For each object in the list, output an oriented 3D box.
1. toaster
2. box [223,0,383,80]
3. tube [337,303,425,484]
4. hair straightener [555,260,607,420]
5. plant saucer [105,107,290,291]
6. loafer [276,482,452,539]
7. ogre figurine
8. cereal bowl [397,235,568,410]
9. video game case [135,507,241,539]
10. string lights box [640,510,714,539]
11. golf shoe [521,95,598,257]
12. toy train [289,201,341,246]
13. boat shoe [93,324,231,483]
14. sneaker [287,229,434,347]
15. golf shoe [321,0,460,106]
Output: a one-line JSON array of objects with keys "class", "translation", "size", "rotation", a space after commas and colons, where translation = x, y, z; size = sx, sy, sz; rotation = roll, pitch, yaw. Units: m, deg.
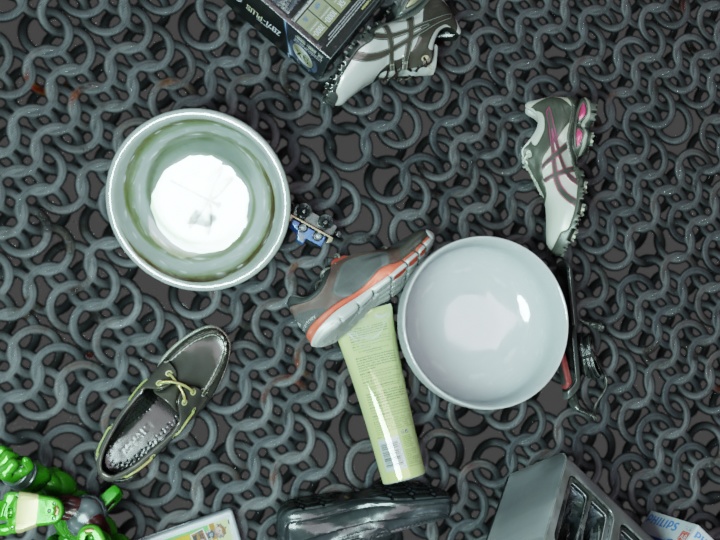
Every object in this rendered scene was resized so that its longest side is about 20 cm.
[{"class": "toaster", "translation": [0.228, 0.327, 0.957], "size": [0.181, 0.119, 0.200], "rotation": [43, 38, -5]}, {"class": "box", "translation": [-0.044, -0.355, 1.014], "size": [0.164, 0.086, 0.200], "rotation": [38, 78, -7]}, {"class": "tube", "translation": [0.026, 0.142, 1.009], "size": [0.058, 0.052, 0.201], "rotation": [-4, 77, -56]}, {"class": "hair straightener", "translation": [0.270, 0.084, 1.070], "size": [0.077, 0.041, 0.201], "rotation": [-15, 88, -14]}, {"class": "plant saucer", "translation": [-0.174, -0.079, 0.958], "size": [0.199, 0.050, 0.201], "rotation": [0, 106, 0]}, {"class": "loafer", "translation": [0.006, 0.283, 0.980], "size": [0.200, 0.068, 0.071], "rotation": [-7, 94, -8]}, {"class": "ogre figurine", "translation": [-0.281, 0.257, 0.873], "size": [0.200, 0.120, 0.098], "rotation": [26, 80, 3]}, {"class": "cereal bowl", "translation": [0.134, 0.061, 1.019], "size": [0.199, 0.083, 0.201], "rotation": [1, 85, -13]}, {"class": "video game case", "translation": [-0.199, 0.383, 0.944], "size": [0.182, 0.022, 0.201], "rotation": [-16, 88, -14]}, {"class": "string lights box", "translation": [0.331, 0.386, 1.024], "size": [0.059, 0.103, 0.200], "rotation": [42, 77, -6]}, {"class": "golf shoe", "translation": [0.237, -0.116, 1.076], "size": [0.088, 0.077, 0.201], "rotation": [7, 81, 8]}, {"class": "toy train", "translation": [-0.114, -0.079, 1.000], "size": [0.200, 0.034, 0.046], "rotation": [27, 92, -8]}, {"class": "boat shoe", "translation": [-0.209, 0.144, 0.943], "size": [0.072, 0.061, 0.201], "rotation": [39, 78, -6]}, {"class": "sneaker", "translation": [0.000, 0.000, 1.001], "size": [0.200, 0.077, 0.082], "rotation": [-37, 72, -24]}, {"class": "golf shoe", "translation": [0.041, -0.252, 1.031], "size": [0.094, 0.078, 0.200], "rotation": [44, 78, -6]}]
